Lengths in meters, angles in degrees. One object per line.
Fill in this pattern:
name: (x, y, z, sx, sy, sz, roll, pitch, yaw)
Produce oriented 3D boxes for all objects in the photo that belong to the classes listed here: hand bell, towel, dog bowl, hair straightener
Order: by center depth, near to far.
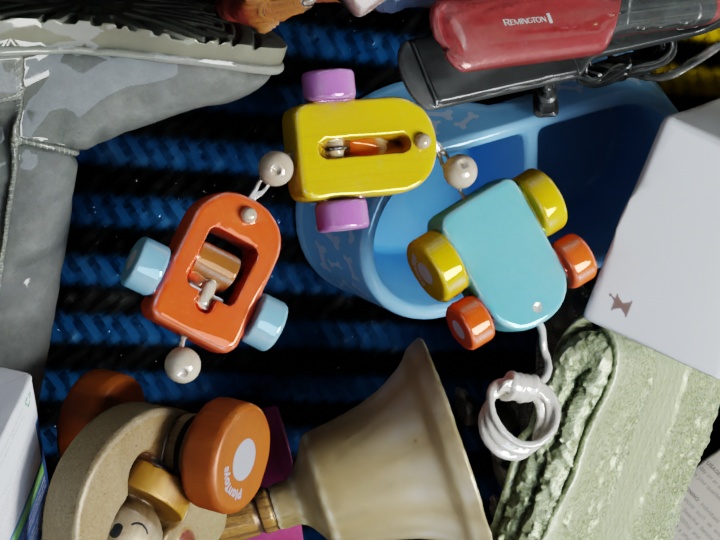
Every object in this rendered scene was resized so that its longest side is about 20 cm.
hair straightener: (0.099, -0.103, 1.043, 0.200, 0.041, 0.077, -17, 164, -33)
hand bell: (-0.050, 0.112, 1.055, 0.200, 0.104, 0.104, -19, 127, -3)
dog bowl: (0.069, -0.040, 1.105, 0.200, 0.050, 0.112, -17, 124, -23)
towel: (0.114, 0.116, 1.127, 0.148, 0.036, 0.200, 4, 107, -55)

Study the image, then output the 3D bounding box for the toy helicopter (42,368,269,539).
toy helicopter: (-0.094, 0.148, 0.980, 0.132, 0.079, 0.200, -51, 144, -44)

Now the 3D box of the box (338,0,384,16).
box: (-0.015, -0.229, 0.844, 0.164, 0.200, 0.166, -36, 128, -8)

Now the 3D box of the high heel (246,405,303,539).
high heel: (-0.016, 0.146, 1.152, 0.096, 0.067, 0.200, -42, 118, 10)

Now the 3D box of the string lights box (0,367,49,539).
string lights box: (-0.168, 0.138, 0.969, 0.059, 0.103, 0.200, 12, 138, 11)

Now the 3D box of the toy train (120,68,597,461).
toy train: (0.000, 0.000, 1.007, 0.200, 0.056, 0.150, 22, 80, -18)

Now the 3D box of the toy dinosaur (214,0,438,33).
toy dinosaur: (0.030, -0.124, 0.999, 0.181, 0.105, 0.200, -30, 131, -8)

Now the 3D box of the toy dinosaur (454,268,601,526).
toy dinosaur: (0.107, 0.092, 1.189, 0.102, 0.077, 0.200, -19, 123, -13)

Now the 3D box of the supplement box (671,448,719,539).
supplement box: (0.170, 0.190, 1.273, 0.200, 0.074, 0.126, -35, 141, -9)

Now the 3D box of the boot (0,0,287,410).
boot: (-0.131, -0.018, 0.983, 0.182, 0.073, 0.200, 2, 110, -18)

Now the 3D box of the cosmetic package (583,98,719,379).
cosmetic package: (0.182, -0.024, 1.104, 0.200, 0.071, 0.101, -22, 135, -64)
